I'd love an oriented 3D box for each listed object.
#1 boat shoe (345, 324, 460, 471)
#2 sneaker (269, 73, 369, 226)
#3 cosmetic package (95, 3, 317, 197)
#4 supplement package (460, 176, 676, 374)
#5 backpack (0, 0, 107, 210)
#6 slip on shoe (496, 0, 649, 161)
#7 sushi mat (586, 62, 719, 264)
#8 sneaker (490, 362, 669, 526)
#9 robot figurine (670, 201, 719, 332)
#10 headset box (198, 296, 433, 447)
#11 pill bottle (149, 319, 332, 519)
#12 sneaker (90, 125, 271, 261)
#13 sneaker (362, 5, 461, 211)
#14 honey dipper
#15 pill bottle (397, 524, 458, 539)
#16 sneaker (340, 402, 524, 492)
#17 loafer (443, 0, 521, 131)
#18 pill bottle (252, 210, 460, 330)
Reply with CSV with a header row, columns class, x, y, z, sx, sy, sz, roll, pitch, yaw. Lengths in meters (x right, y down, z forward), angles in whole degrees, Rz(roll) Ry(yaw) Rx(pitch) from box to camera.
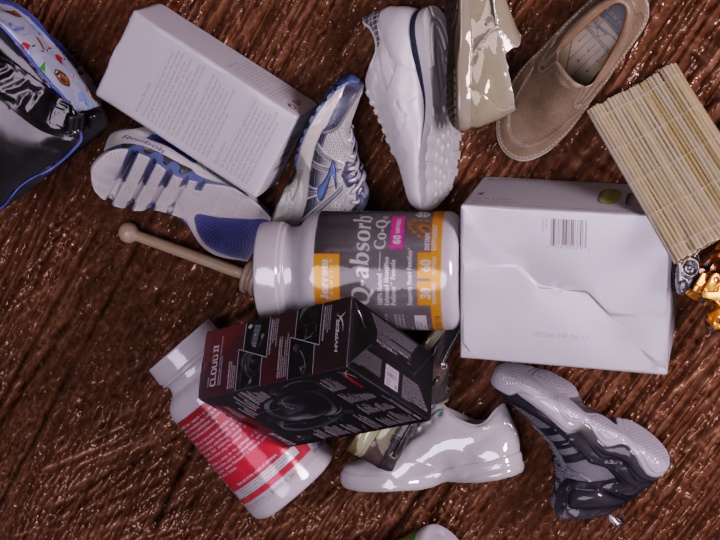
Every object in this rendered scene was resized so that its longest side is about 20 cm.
class,x,y,z,sx,sy,sz,roll,pitch,yaw
boat shoe,0.062,0.115,1.502,0.066,0.072,0.202,34,93,-10
sneaker,-0.024,-0.103,1.478,0.084,0.077,0.201,22,120,0
cosmetic package,-0.156,-0.174,1.489,0.199,0.071,0.102,33,113,5
supplement package,0.203,0.001,1.411,0.198,0.111,0.157,4,108,15
backpack,-0.373,-0.181,1.512,0.199,0.154,0.191,-33,103,17
slip on shoe,0.196,-0.184,1.383,0.076,0.061,0.200,43,114,0
sushi mat,0.285,-0.101,1.330,0.095,0.012,0.201,-30,52,11
sneaker,0.204,0.183,1.486,0.199,0.076,0.114,30,110,4
robot figurine,0.366,-0.033,1.334,0.144,0.058,0.201,31,89,-8
headset box,-0.050,0.105,1.433,0.199,0.078,0.149,-14,148,33
pill bottle,-0.130,0.156,1.561,0.112,0.112,0.200,-38,93,23
sneaker,-0.184,-0.099,1.520,0.198,0.116,0.081,26,118,-24
sneaker,0.048,-0.158,1.439,0.080,0.076,0.202,1,100,26
honey dipper,-0.170,-0.013,1.564,0.198,0.038,0.038,20,112,12
pill bottle,0.022,0.363,1.579,0.199,0.111,0.112,-31,96,23
sneaker,0.071,0.183,1.541,0.198,0.075,0.089,-10,89,16
loafer,0.117,-0.234,1.388,0.068,0.076,0.202,0,101,-9
pill bottle,0.000,0.000,1.432,0.198,0.116,0.118,0,107,7
